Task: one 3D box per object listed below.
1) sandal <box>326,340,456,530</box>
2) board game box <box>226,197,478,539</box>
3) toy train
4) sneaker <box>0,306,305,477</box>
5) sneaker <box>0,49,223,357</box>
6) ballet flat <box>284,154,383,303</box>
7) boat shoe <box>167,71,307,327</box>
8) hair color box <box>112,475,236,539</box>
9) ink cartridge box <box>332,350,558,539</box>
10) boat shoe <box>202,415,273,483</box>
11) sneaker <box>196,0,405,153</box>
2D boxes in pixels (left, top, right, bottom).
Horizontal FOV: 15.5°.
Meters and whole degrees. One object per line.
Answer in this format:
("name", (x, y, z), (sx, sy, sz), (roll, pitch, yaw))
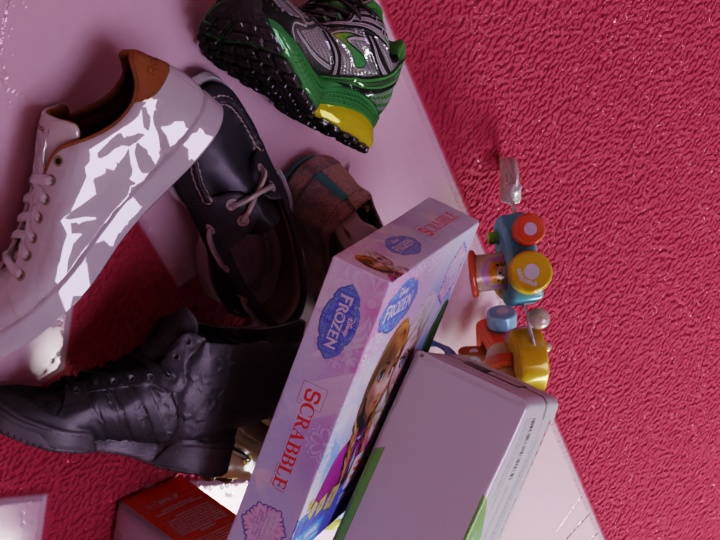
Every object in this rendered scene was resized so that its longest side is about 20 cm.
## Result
("sandal", (0.012, 0.112, 1.886), (0.200, 0.079, 0.087), (-38, 140, -42))
("board game box", (-0.002, 0.067, 1.661), (0.200, 0.041, 0.200), (-69, 168, 18))
("toy train", (0.096, 0.026, 1.903), (0.056, 0.150, 0.200), (-9, 123, -9))
("sneaker", (-0.128, 0.064, 1.619), (0.200, 0.060, 0.104), (14, 101, -26))
("sneaker", (-0.174, -0.044, 1.522), (0.085, 0.073, 0.200), (40, 90, -27))
("ballet flat", (0.000, 0.000, 1.773), (0.068, 0.067, 0.200), (-49, 147, -13))
("boat shoe", (-0.075, -0.038, 1.644), (0.074, 0.060, 0.200), (-39, 143, -26))
("hair color box", (-0.078, 0.231, 1.740), (0.061, 0.200, 0.102), (-20, 133, -44))
("ink cartridge box", (0.059, 0.135, 1.761), (0.146, 0.084, 0.200), (-66, 170, 1))
("boat shoe", (-0.094, 0.103, 1.739), (0.068, 0.072, 0.200), (-48, 141, -5))
("sneaker", (-0.034, -0.141, 1.615), (0.085, 0.078, 0.200), (-64, 157, -2))
